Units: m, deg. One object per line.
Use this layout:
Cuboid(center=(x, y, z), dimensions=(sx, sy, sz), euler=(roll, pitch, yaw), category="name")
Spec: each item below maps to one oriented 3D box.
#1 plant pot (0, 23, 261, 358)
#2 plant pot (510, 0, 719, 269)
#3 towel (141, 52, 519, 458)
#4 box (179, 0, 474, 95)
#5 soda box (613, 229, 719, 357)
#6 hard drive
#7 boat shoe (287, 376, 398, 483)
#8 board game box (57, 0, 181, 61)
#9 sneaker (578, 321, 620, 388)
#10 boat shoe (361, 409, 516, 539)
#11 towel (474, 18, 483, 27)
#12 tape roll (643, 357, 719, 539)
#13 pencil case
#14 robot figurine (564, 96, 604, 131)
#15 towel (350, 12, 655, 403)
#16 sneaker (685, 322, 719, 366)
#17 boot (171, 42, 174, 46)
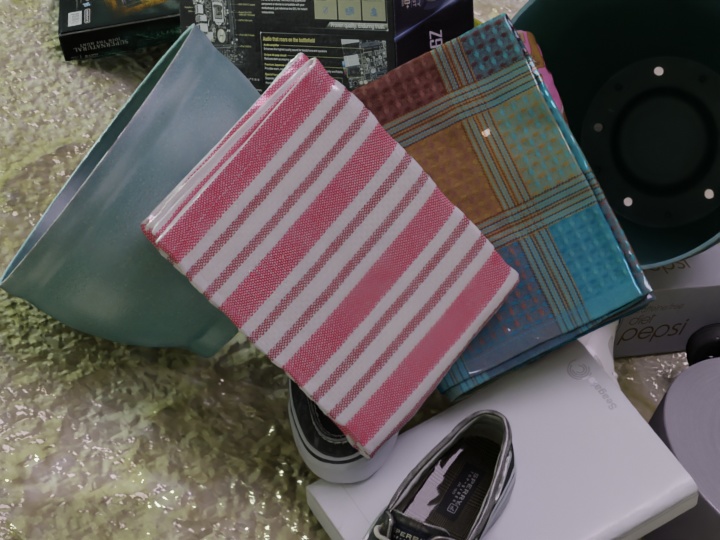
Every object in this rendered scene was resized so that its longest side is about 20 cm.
Cuboid(center=(-0.112, -0.031, 1.496), dimensions=(0.134, 0.200, 0.201), euler=(38, 34, -9), category="plant pot")
Cuboid(center=(0.192, -0.096, 1.635), dimensions=(0.200, 0.201, 0.161), euler=(36, 7, 15), category="plant pot")
Cuboid(center=(-0.015, -0.008, 1.423), dimensions=(0.200, 0.146, 0.030), euler=(46, -10, -18), category="towel")
Cuboid(center=(-0.024, -0.149, 1.636), dimensions=(0.199, 0.165, 0.086), euler=(6, 15, 41), category="box")
Cuboid(center=(0.172, 0.017, 1.701), dimensions=(0.199, 0.068, 0.064), euler=(-5, 46, -36), category="soda box")
Cuboid(center=(0.085, 0.136, 1.462), dimensions=(0.199, 0.026, 0.132), euler=(-28, 57, -17), category="hard drive")
Cuboid(center=(-0.011, 0.032, 1.492), dimensions=(0.071, 0.068, 0.201), euler=(-2, 54, 10), category="boat shoe")
Cuboid(center=(-0.155, -0.233, 1.796), dimensions=(0.134, 0.028, 0.201), euler=(-9, 41, 3), category="board game box")
Cuboid(center=(0.149, 0.112, 1.572), dimensions=(0.115, 0.076, 0.201), euler=(34, 49, -2), category="sneaker")
Cuboid(center=(0.028, 0.159, 1.385), dimensions=(0.072, 0.071, 0.201), euler=(20, 57, 16), category="boat shoe")
Cuboid(center=(0.018, -0.163, 1.690), dimensions=(0.199, 0.087, 0.018), euler=(34, 10, 27), category="towel")
Cuboid(center=(0.277, 0.150, 1.604), dimensions=(0.199, 0.066, 0.201), euler=(17, 36, -13), category="tape roll")
Cuboid(center=(0.101, -0.052, 1.532), dimensions=(0.086, 0.083, 0.202), euler=(-17, 85, 1), category="pencil case")
Cuboid(center=(0.131, -0.118, 1.806), dimensions=(0.199, 0.114, 0.169), euler=(-2, 9, -34), category="robot figurine")
Cuboid(center=(0.072, -0.038, 1.481), dimensions=(0.201, 0.146, 0.022), euler=(63, 1, 6), category="towel")
Cuboid(center=(0.312, 0.054, 1.754), dimensions=(0.198, 0.060, 0.105), euler=(17, 37, -22), category="sneaker")
Cuboid(center=(-0.065, -0.213, 1.820), dimensions=(0.163, 0.066, 0.201), euler=(-9, 38, -1), category="boot")
